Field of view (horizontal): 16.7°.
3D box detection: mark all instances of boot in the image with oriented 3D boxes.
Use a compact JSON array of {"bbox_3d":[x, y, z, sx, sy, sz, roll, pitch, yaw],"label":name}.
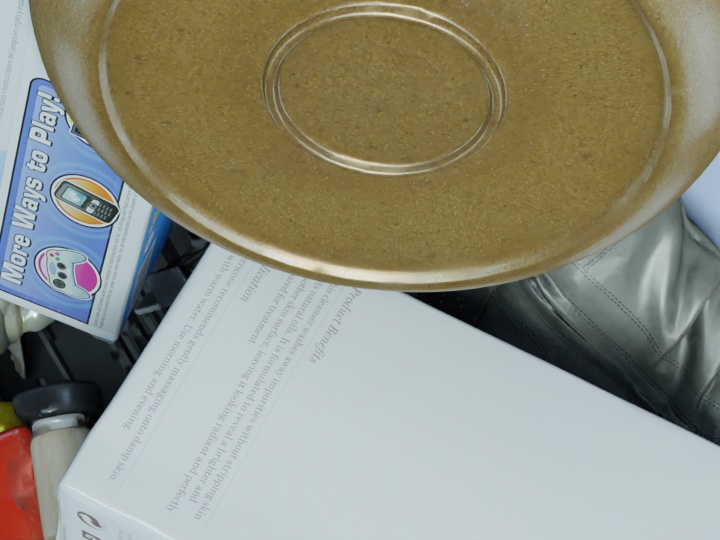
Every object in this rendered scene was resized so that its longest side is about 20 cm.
[{"bbox_3d":[0.104,-0.009,0.820,0.131,0.068,0.200,31,115,6],"label":"boot"}]

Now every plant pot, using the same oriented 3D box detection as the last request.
[{"bbox_3d":[0.007,-0.055,0.661,0.200,0.028,0.200,4,140,4],"label":"plant pot"}]

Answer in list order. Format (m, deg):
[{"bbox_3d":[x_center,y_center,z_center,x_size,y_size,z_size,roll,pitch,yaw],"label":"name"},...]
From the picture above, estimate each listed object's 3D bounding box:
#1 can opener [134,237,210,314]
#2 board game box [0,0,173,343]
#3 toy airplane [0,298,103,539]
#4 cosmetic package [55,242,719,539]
[{"bbox_3d":[0.000,0.000,0.816,0.200,0.053,0.067,-12,110,48],"label":"can opener"},{"bbox_3d":[-0.138,-0.089,0.735,0.196,0.056,0.200,22,140,0],"label":"board game box"},{"bbox_3d":[-0.149,0.099,0.873,0.199,0.141,0.200,33,94,21],"label":"toy airplane"},{"bbox_3d":[0.020,0.081,0.749,0.200,0.081,0.113,28,63,8],"label":"cosmetic package"}]
